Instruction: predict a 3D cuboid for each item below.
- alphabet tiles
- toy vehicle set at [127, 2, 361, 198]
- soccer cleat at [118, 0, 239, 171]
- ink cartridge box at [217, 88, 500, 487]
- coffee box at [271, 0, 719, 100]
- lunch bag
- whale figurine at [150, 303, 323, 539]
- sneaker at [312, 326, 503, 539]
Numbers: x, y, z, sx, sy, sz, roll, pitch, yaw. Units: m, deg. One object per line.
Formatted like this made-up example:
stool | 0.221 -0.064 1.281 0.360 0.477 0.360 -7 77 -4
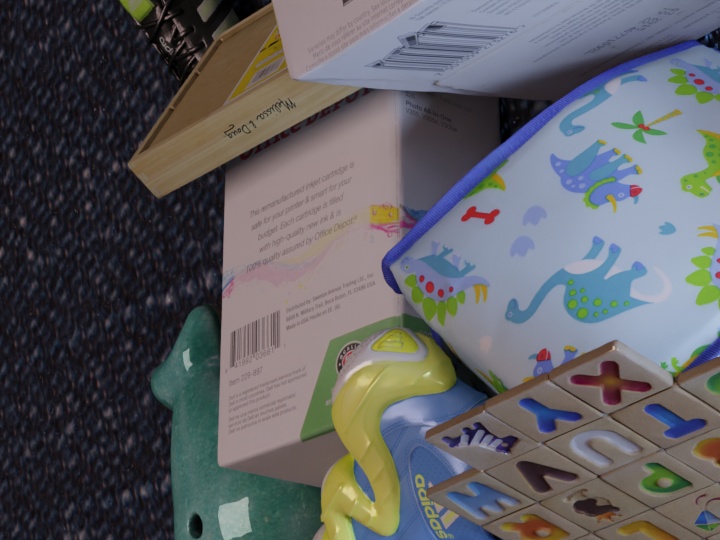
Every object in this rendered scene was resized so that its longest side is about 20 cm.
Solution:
alphabet tiles | 0.130 0.089 0.786 0.166 0.200 0.006 -29 43 38
toy vehicle set | -0.031 -0.118 1.045 0.200 0.125 0.027 -24 117 42
soccer cleat | -0.105 -0.145 1.186 0.067 0.081 0.201 -34 67 42
ink cartridge box | 0.000 0.000 1.042 0.145 0.087 0.201 -24 59 44
coffee box | 0.079 -0.208 0.900 0.199 0.199 0.199 -26 72 44
lunch bag | 0.142 -0.001 0.883 0.200 0.128 0.170 -45 50 -7
whale figurine | -0.074 0.114 1.143 0.200 0.103 0.159 56 128 27
sneaker | 0.033 0.126 0.911 0.105 0.076 0.201 29 138 31
